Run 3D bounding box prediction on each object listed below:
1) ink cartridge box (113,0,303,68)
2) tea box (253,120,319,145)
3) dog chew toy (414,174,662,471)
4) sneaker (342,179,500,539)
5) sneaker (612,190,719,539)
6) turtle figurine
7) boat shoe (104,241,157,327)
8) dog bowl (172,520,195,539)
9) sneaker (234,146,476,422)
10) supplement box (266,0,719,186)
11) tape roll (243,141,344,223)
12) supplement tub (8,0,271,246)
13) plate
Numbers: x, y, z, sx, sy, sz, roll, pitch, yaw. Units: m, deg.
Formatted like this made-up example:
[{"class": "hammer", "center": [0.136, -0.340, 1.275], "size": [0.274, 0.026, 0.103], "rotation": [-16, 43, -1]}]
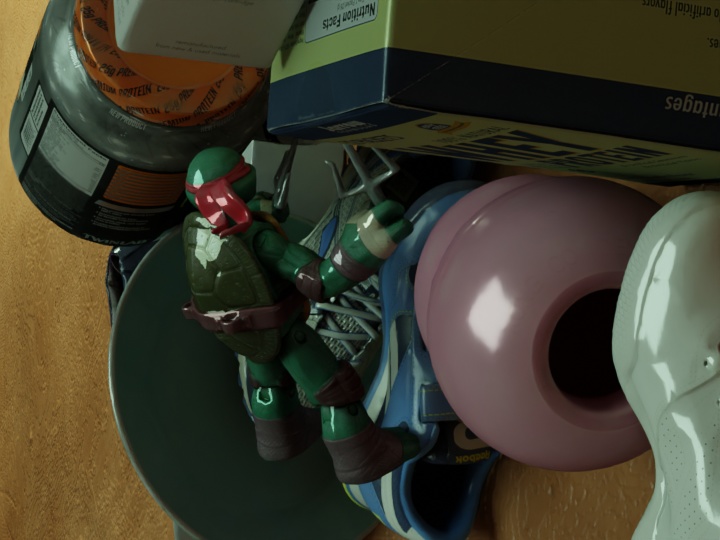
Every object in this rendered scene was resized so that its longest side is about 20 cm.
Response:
[{"class": "ink cartridge box", "center": [-0.037, -0.183, 0.746], "size": [0.200, 0.068, 0.116], "rotation": [123, 146, -50]}, {"class": "tea box", "center": [-0.018, -0.180, 1.097], "size": [0.197, 0.133, 0.201], "rotation": [-165, 64, -70]}, {"class": "dog chew toy", "center": [0.080, 0.013, 0.893], "size": [0.200, 0.124, 0.125], "rotation": [-136, 54, -74]}, {"class": "sneaker", "center": [0.048, 0.052, 1.028], "size": [0.082, 0.074, 0.201], "rotation": [-133, 46, -55]}, {"class": "sneaker", "center": [0.148, 0.071, 0.771], "size": [0.088, 0.075, 0.201], "rotation": [-160, 66, -64]}, {"class": "turtle figurine", "center": [-0.038, 0.003, 0.969], "size": [0.150, 0.100, 0.201], "rotation": [32, 142, 60]}, {"class": "boat shoe", "center": [-0.141, -0.035, 1.501], "size": [0.075, 0.092, 0.201], "rotation": [139, 132, -61]}, {"class": "dog bowl", "center": [-0.072, 0.079, 1.227], "size": [0.200, 0.078, 0.201], "rotation": [180, 90, -89]}, {"class": "sneaker", "center": [0.000, 0.000, 1.072], "size": [0.201, 0.077, 0.085], "rotation": [-64, 19, -12]}, {"class": "supplement box", "center": [0.082, -0.145, 0.801], "size": [0.134, 0.199, 0.201], "rotation": [179, 97, -69]}, {"class": "tape roll", "center": [-0.076, -0.068, 1.379], "size": [0.200, 0.066, 0.201], "rotation": [-174, 90, -69]}, {"class": "supplement tub", "center": [-0.111, -0.094, 1.030], "size": [0.200, 0.122, 0.123], "rotation": [139, 133, -68]}, {"class": "plate", "center": [-0.054, 0.064, 1.100], "size": [0.026, 0.199, 0.201], "rotation": [-22, 64, 52]}]
